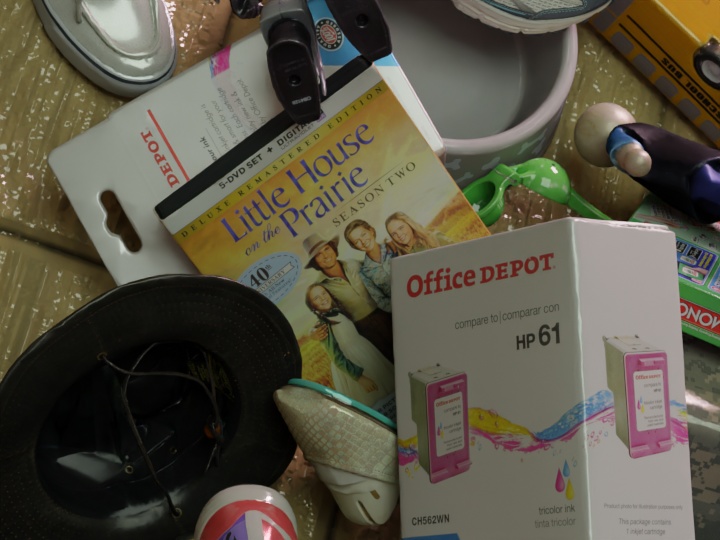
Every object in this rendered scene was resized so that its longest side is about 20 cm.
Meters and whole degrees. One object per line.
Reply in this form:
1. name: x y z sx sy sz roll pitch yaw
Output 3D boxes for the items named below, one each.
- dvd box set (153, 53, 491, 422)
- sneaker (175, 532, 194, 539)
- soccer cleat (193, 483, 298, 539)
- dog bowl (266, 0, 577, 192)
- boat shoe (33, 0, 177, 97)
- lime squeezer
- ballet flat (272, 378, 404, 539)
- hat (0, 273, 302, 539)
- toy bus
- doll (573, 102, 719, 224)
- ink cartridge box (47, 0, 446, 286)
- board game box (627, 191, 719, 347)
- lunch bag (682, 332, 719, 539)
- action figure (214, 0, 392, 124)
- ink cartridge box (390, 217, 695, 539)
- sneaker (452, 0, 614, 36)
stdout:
1. dvd box set: 0.000 0.000 1.318 0.146 0.029 0.200 -36 114 -1
2. sneaker: -0.014 0.195 1.304 0.200 0.074 0.085 12 84 -14
3. soccer cleat: -0.061 0.211 1.216 0.068 0.073 0.200 1 113 -7
4. dog bowl: 0.043 -0.142 1.456 0.200 0.059 0.201 7 66 -17
5. boat shoe: -0.159 -0.203 1.394 0.074 0.086 0.202 -18 76 -25
6. lime squeezer: 0.086 -0.032 1.432 0.200 0.071 0.038 -11 40 -23
7. ballet flat: 0.026 0.123 1.309 0.200 0.067 0.062 29 74 -34
8. hat: -0.133 0.073 1.286 0.200 0.201 0.081 -16 36 -24
9. toy bus: 0.204 -0.162 1.508 0.200 0.078 0.065 44 63 2
10. doll: 0.206 -0.052 1.396 0.136 0.200 0.049 15 97 -51
11. ink cartridge box: -0.064 -0.064 1.355 0.200 0.068 0.115 -29 85 -2
12. board game box: 0.218 0.002 1.387 0.134 0.029 0.200 22 20 10
13. lunch bag: 0.198 0.076 1.385 0.164 0.118 0.200 15 32 -9
14. action figure: -0.029 -0.172 1.303 0.069 0.130 0.200 53 17 -35
15. ink cartridge box: 0.092 0.081 1.230 0.085 0.144 0.201 7 77 -40
16. sneaker: 0.071 -0.199 1.407 0.200 0.086 0.078 11 67 -15
